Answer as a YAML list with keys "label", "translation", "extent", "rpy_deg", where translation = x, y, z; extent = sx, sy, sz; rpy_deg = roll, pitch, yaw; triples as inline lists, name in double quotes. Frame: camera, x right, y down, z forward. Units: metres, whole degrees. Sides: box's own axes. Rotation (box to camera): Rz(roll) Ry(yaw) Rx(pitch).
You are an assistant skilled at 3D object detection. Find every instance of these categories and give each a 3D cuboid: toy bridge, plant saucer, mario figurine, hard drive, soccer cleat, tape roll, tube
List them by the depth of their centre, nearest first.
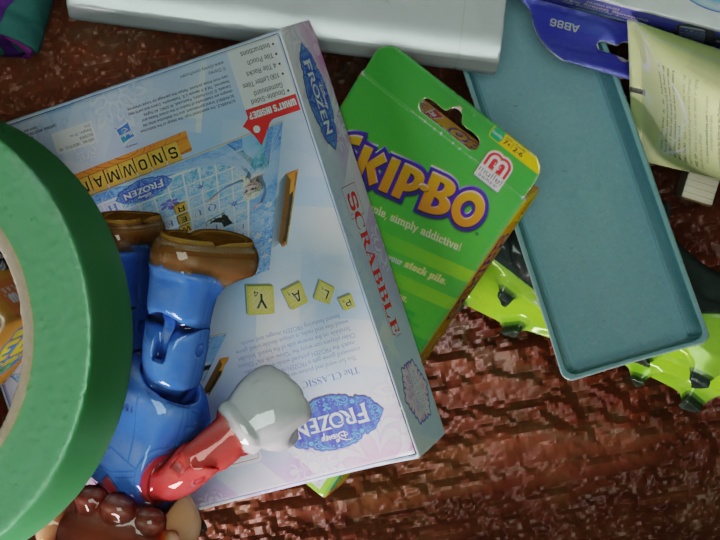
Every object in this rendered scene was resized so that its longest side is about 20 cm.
- label: "tape roll"
  translation: [-0.197, 0.029, 0.994]
  extent: [0.199, 0.048, 0.202]
  rpy_deg: [-1, 88, 16]
- label: "tube"
  translation: [0.205, -0.057, 1.029]
  extent: [0.199, 0.052, 0.058]
  rpy_deg: [18, 93, 30]
- label: "mario figurine"
  translation: [-0.091, 0.076, 1.047]
  extent: [0.105, 0.123, 0.201]
  rpy_deg: [6, 100, -22]
- label: "plant saucer"
  translation: [0.096, -0.048, 1.076]
  extent: [0.069, 0.019, 0.201]
  rpy_deg: [-15, 70, -4]
- label: "hard drive"
  translation: [-0.028, -0.168, 1.086]
  extent: [0.199, 0.027, 0.133]
  rpy_deg: [7, 76, -1]
- label: "soccer cleat"
  translation: [0.100, -0.005, 1.108]
  extent: [0.199, 0.068, 0.081]
  rpy_deg: [25, 66, 5]
- label: "toy bridge"
  translation: [0.169, -0.064, 1.115]
  extent: [0.199, 0.027, 0.068]
  rpy_deg: [16, 94, -1]

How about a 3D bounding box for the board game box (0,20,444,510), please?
- label: "board game box"
  translation: [-0.084, 0.010, 1.079]
  extent: [0.199, 0.041, 0.201]
  rpy_deg: [-15, 96, 24]

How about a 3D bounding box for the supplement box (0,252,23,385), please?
- label: "supplement box"
  translation: [-0.227, -0.032, 1.070]
  extent: [0.200, 0.066, 0.069]
  rpy_deg: [48, 114, 6]

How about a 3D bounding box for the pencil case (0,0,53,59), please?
- label: "pencil case"
  translation: [-0.169, -0.202, 1.070]
  extent: [0.092, 0.085, 0.201]
  rpy_deg: [16, 95, 20]

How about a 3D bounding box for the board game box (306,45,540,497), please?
- label: "board game box"
  translation: [0.000, 0.000, 1.079]
  extent: [0.095, 0.030, 0.201]
  rpy_deg: [38, 117, 11]

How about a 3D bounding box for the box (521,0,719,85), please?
- label: "box"
  translation: [0.144, -0.188, 1.078]
  extent: [0.118, 0.041, 0.201]
  rpy_deg: [14, 81, -2]
